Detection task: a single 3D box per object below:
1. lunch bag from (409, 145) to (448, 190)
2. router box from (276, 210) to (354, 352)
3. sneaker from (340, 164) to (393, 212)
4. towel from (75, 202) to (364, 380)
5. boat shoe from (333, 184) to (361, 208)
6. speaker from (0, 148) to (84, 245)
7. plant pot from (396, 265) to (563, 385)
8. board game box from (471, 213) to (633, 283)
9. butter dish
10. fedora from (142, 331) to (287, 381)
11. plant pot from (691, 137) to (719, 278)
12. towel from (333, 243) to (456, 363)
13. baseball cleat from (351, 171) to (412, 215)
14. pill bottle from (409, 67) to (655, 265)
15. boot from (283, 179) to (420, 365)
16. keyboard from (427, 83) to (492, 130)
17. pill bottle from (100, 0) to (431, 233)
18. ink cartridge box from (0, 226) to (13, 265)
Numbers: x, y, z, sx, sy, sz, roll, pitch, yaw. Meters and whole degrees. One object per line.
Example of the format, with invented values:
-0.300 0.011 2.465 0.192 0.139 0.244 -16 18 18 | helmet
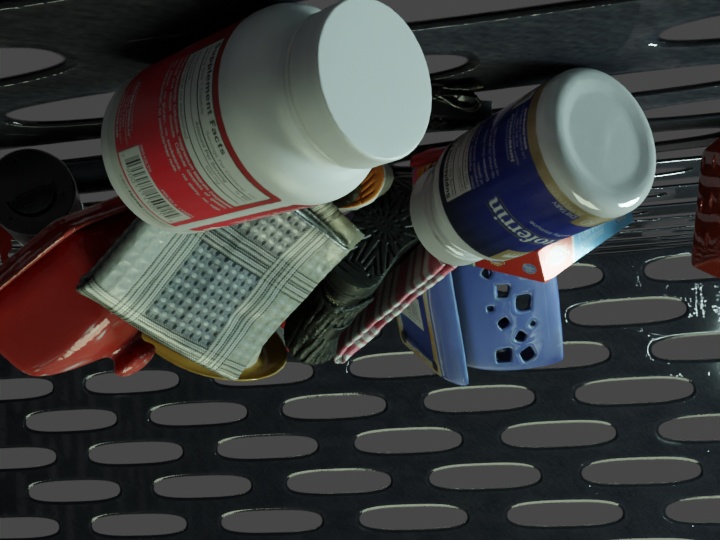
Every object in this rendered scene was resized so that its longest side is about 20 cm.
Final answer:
0.151 -0.091 0.933 0.199 0.083 0.175 -1 176 -43 | lunch bag
-0.027 0.002 1.156 0.049 0.180 0.200 34 -160 7 | router box
-0.056 -0.083 0.936 0.198 0.077 0.092 -4 -179 21 | sneaker
-0.111 -0.010 0.765 0.192 0.200 0.035 40 -176 -40 | towel
-0.098 -0.086 0.801 0.199 0.073 0.066 0 -176 -26 | boat shoe
-0.320 -0.062 0.878 0.080 0.082 0.200 -3 176 -15 | speaker
0.147 0.030 1.205 0.178 0.202 0.200 -19 -157 -15 | plant pot
0.199 -0.053 1.052 0.152 0.041 0.199 -31 -156 -25 | board game box
-0.251 0.033 0.828 0.199 0.148 0.199 -34 -175 21 | butter dish
-0.161 0.037 0.957 0.199 0.082 0.201 24 -159 -9 | fedora
0.460 -0.066 0.932 0.174 0.202 0.200 6 178 9 | plant pot
0.044 0.013 1.022 0.200 0.030 0.147 -43 -163 30 | towel
0.079 -0.081 1.099 0.199 0.071 0.106 -2 176 -42 | baseball cleat
0.131 -0.074 0.721 0.115 0.117 0.199 -2 167 -31 | pill bottle
-0.002 -0.001 0.990 0.211 0.079 0.158 -44 169 -42 | boot
0.019 -0.129 0.701 0.198 0.021 0.127 -3 176 -25 | keyboard
-0.059 -0.088 0.517 0.111 0.114 0.199 0 175 -44 | pill bottle
-0.338 -0.016 1.085 0.199 0.163 0.057 17 127 -44 | ink cartridge box
